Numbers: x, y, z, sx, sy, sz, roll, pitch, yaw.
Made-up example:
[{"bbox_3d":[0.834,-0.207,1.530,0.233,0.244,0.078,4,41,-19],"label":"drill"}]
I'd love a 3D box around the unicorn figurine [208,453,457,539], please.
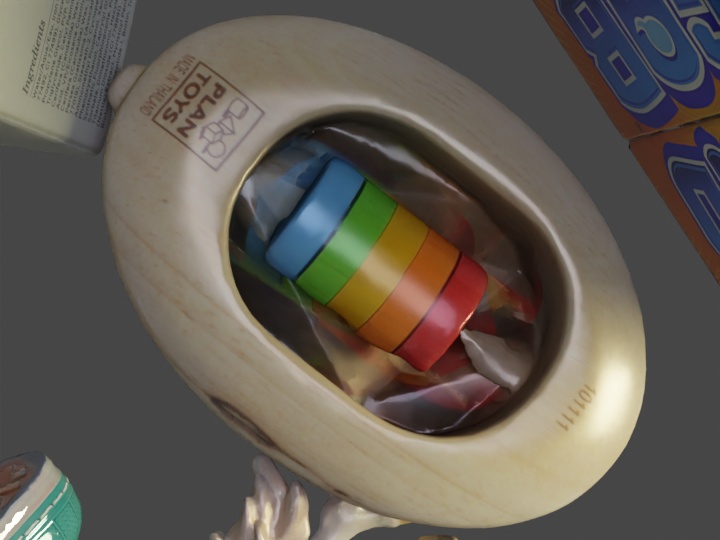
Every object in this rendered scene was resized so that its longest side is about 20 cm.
[{"bbox_3d":[0.014,0.163,0.824,0.200,0.074,0.137,39,83,9],"label":"unicorn figurine"}]

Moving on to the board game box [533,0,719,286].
[{"bbox_3d":[0.188,-0.102,0.790,0.200,0.200,0.200,-35,94,-9],"label":"board game box"}]

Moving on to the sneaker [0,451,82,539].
[{"bbox_3d":[-0.143,0.152,0.796,0.080,0.071,0.200,42,79,-22],"label":"sneaker"}]

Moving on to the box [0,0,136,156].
[{"bbox_3d":[-0.139,-0.091,0.731,0.068,0.200,0.082,10,84,23],"label":"box"}]

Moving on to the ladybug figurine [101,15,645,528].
[{"bbox_3d":[0.000,0.000,0.817,0.200,0.072,0.136,41,79,-7],"label":"ladybug figurine"}]
